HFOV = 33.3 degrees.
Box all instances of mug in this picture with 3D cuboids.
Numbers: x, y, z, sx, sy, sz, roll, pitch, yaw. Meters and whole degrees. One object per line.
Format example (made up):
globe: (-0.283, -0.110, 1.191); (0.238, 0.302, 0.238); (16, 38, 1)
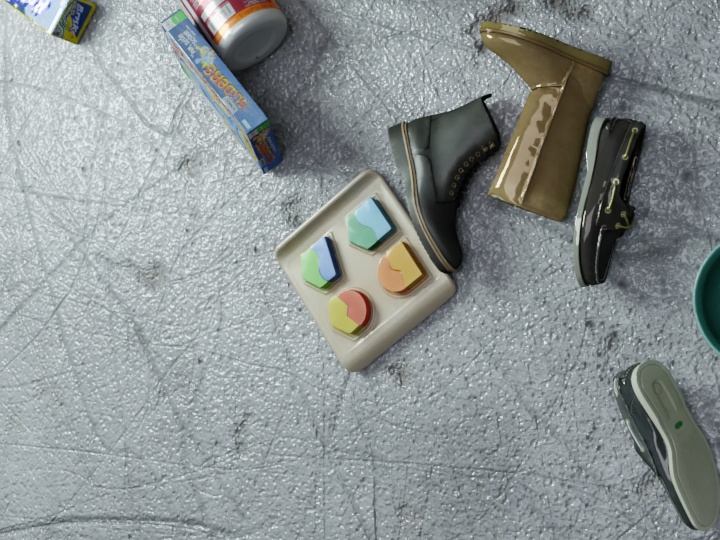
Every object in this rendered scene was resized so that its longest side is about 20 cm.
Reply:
mug: (0.449, 0.049, 1.311); (0.151, 0.114, 0.187); (-16, 82, 21)

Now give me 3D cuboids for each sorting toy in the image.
sorting toy: (0.000, 0.000, 1.546); (0.185, 0.036, 0.201); (-39, 74, 16)

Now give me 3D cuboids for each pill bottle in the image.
pill bottle: (-0.192, -0.376, 1.607); (0.109, 0.109, 0.201); (-38, 74, 16)

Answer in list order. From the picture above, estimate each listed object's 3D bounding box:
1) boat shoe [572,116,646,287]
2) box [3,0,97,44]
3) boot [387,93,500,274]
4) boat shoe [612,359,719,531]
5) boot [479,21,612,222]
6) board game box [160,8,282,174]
boat shoe: (0.292, -0.079, 1.407); (0.060, 0.072, 0.204); (7, 87, 27)
box: (-0.484, -0.412, 1.758); (0.199, 0.064, 0.070); (36, 100, 21)
boot: (0.125, -0.110, 1.482); (0.137, 0.077, 0.202); (-21, 80, 16)
boat shoe: (0.352, 0.203, 1.382); (0.067, 0.071, 0.202); (-31, 81, 56)
boot: (0.196, -0.180, 1.439); (0.173, 0.066, 0.202); (20, 95, 4)
board game box: (-0.181, -0.233, 1.582); (0.034, 0.136, 0.201); (-36, 72, -7)
